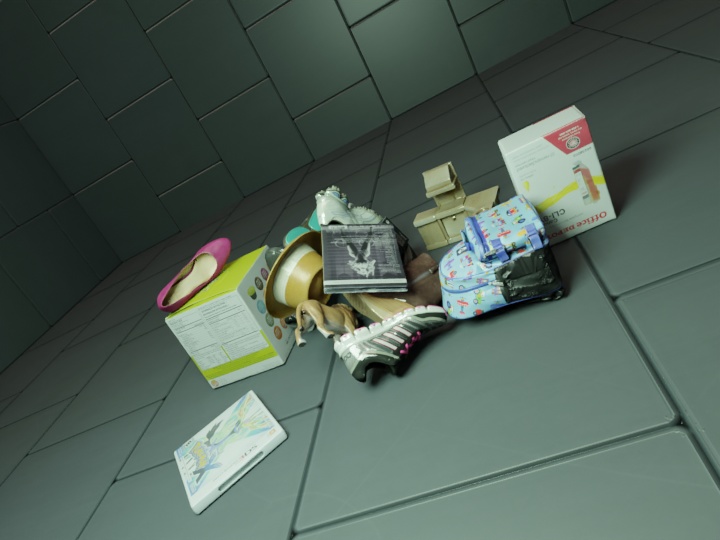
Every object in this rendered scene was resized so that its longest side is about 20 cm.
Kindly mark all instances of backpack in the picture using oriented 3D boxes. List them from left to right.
[{"bbox_3d":[0.216,-0.014,0.907,0.197,0.136,0.184,-22,23,17],"label":"backpack"}]

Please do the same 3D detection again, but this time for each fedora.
[{"bbox_3d":[-0.104,0.023,1.063,0.081,0.203,0.201,30,54,22],"label":"fedora"}]

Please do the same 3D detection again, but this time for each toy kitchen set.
[{"bbox_3d":[0.184,-0.113,1.129,0.197,0.165,0.181,-17,24,31],"label":"toy kitchen set"}]

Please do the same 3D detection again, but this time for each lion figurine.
[{"bbox_3d":[-0.064,0.094,1.019,0.072,0.199,0.124,-34,52,16],"label":"lion figurine"}]

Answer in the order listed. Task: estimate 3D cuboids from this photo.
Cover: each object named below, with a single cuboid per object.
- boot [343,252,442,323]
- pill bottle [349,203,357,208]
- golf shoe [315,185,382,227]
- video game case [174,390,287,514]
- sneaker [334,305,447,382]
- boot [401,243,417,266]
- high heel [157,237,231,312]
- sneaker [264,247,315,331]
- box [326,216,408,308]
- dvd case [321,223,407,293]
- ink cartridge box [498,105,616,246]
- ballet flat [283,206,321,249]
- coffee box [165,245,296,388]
[{"bbox_3d":[0.063,0.020,1.019,0.199,0.073,0.166,41,63,20],"label":"boot"},{"bbox_3d":[-0.089,-0.099,1.530,0.197,0.116,0.115,-23,22,18],"label":"pill bottle"},{"bbox_3d":[-0.023,-0.099,1.198,0.078,0.198,0.099,-19,56,45],"label":"golf shoe"},{"bbox_3d":[-0.235,0.308,0.954,0.181,0.022,0.199,-38,22,-17],"label":"video game case"},{"bbox_3d":[0.060,0.125,0.893,0.196,0.089,0.074,-20,-21,-6],"label":"sneaker"},{"bbox_3d":[0.069,0.019,1.137,0.129,0.068,0.201,-32,19,11],"label":"boot"},{"bbox_3d":[-0.343,0.009,1.139,0.201,0.067,0.096,-51,13,-9],"label":"high heel"},{"bbox_3d":[-0.148,0.052,1.172,0.074,0.201,0.116,-21,30,33],"label":"sneaker"},{"bbox_3d":[0.000,0.000,1.158,0.200,0.079,0.142,-43,8,38],"label":"box"},{"bbox_3d":[0.002,-0.027,1.008,0.145,0.016,0.202,-1,37,-5],"label":"dvd case"},{"bbox_3d":[0.352,-0.162,0.968,0.143,0.202,0.084,-23,25,15],"label":"ink cartridge box"},{"bbox_3d":[-0.111,-0.069,1.168,0.200,0.067,0.069,-52,-11,-54],"label":"ballet flat"},{"bbox_3d":[-0.267,0.101,1.208,0.197,0.200,0.201,-21,22,21],"label":"coffee box"}]
